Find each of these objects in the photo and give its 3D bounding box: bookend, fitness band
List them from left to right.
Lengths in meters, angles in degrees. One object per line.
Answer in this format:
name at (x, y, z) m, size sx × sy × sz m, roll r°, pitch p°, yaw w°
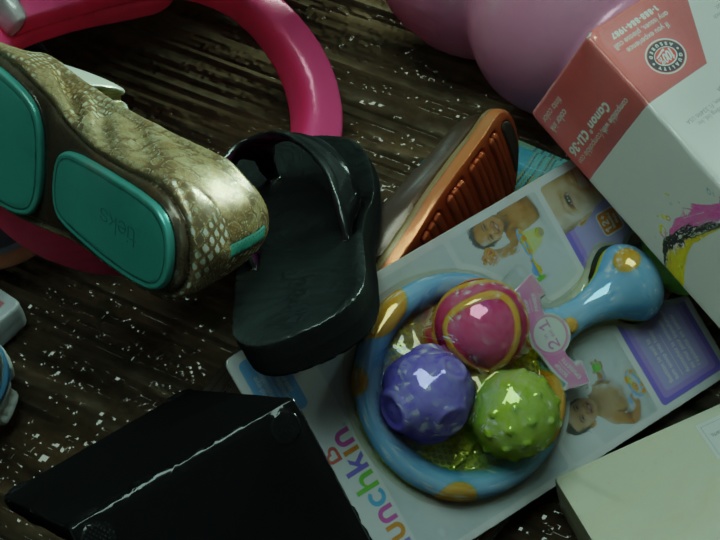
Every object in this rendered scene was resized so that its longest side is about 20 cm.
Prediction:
fitness band at (-0.096, -0.074, 1.112) m, size 0.200 × 0.037 × 0.144 m, roll -21°, pitch 74°, yaw -38°
bookend at (-0.040, 0.153, 0.919) m, size 0.092 × 0.199 × 0.200 m, roll -29°, pitch 6°, yaw -14°

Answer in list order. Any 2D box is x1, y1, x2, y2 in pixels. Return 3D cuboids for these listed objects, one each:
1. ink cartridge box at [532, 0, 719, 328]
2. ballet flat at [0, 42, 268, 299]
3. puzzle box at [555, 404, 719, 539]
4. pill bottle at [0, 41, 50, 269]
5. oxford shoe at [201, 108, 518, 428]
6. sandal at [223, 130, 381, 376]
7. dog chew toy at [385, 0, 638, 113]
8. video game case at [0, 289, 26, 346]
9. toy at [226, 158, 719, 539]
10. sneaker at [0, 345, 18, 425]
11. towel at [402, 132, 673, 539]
ink cartridge box at (0.184, -0.032, 1.010) m, size 0.116 × 0.068 × 0.200 m, roll -33°, pitch 77°, yaw -32°
ballet flat at (-0.110, -0.046, 0.999) m, size 0.065 × 0.071 × 0.200 m, roll -15°, pitch 39°, yaw -40°
puzzle box at (0.196, 0.098, 0.977) m, size 0.200 × 0.025 × 0.133 m, roll -23°, pitch 49°, yaw -8°
pill bottle at (-0.202, -0.090, 1.168) m, size 0.106 × 0.106 × 0.200 m, roll -23°, pitch 50°, yaw -9°
oxford shoe at (0.000, 0.000, 1.049) m, size 0.073 × 0.071 × 0.200 m, roll 20°, pitch 59°, yaw 32°
sandal at (-0.029, -0.024, 1.006) m, size 0.075 × 0.048 × 0.201 m, roll -25°, pitch 24°, yaw 3°
dog chew toy at (0.094, -0.129, 1.138) m, size 0.124 × 0.125 × 0.200 m, roll -32°, pitch 60°, yaw -16°
video game case at (-0.274, 0.020, 1.147) m, size 0.200 × 0.017 × 0.143 m, roll 31°, pitch 62°, yaw 32°
toy at (0.059, 0.036, 0.991) m, size 0.200 × 0.047 × 0.115 m, roll -30°, pitch 89°, yaw -26°
sneaker at (-0.220, 0.087, 1.022) m, size 0.075 × 0.087 × 0.200 m, roll 26°, pitch 63°, yaw 10°
towel at (0.048, 0.025, 1.076) m, size 0.146 × 0.022 × 0.200 m, roll 23°, pitch 60°, yaw 29°
